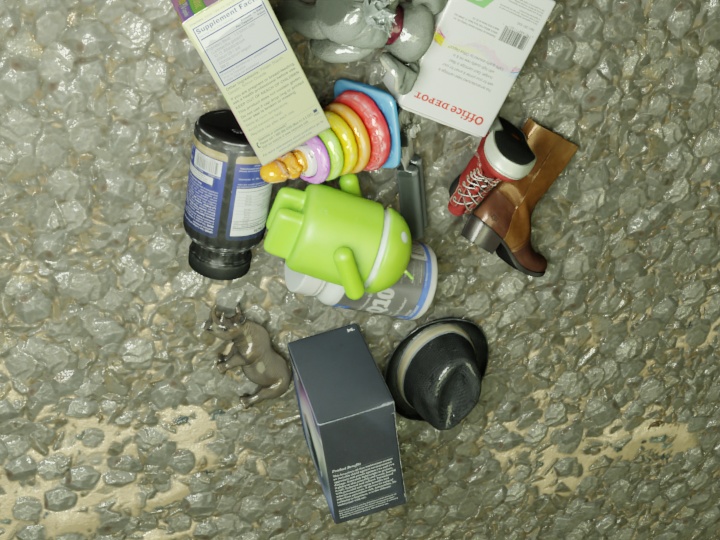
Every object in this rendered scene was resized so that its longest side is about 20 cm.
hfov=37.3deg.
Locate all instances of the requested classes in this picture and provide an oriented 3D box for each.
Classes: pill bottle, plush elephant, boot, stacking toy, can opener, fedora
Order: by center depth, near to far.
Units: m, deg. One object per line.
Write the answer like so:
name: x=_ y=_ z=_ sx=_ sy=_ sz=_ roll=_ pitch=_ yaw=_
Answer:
plush elephant: x=0.024 y=-0.310 z=1.297 sx=0.154 sy=0.200 sz=0.166 roll=18 pitch=107 yaw=-44
stacking toy: x=-0.048 y=-0.153 z=1.349 sx=0.199 sy=0.115 sz=0.111 roll=-32 pitch=131 yaw=-35
pill bottle: x=-0.172 y=-0.095 z=1.386 sx=0.110 sy=0.112 sz=0.203 roll=1 pitch=121 yaw=-20
boot: x=0.168 y=-0.121 z=1.446 sx=0.072 sy=0.200 sz=0.145 roll=33 pitch=109 yaw=-5
can opener: x=0.059 y=-0.138 z=1.489 sx=0.065 sy=0.053 sz=0.202 roll=1 pitch=126 yaw=21
pill bottle: x=0.000 y=0.000 z=1.506 sx=0.197 sy=0.114 sz=0.115 roll=11 pitch=117 yaw=-25
boot: x=0.257 y=-0.104 z=1.583 sx=0.187 sy=0.068 sz=0.202 roll=28 pitch=96 yaw=-32
fedora: x=0.132 y=0.177 z=1.677 sx=0.197 sy=0.092 sz=0.203 roll=-9 pitch=123 yaw=-14

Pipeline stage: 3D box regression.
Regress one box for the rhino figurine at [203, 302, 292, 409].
rhino figurine: x=-0.167 y=0.120 z=1.555 sx=0.086 sy=0.060 sz=0.201 roll=-27 pitch=125 yaw=2

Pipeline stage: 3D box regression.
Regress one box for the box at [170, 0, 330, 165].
box: x=-0.137 y=-0.259 z=1.256 sx=0.096 sy=0.177 sz=0.201 roll=-28 pitch=126 yaw=-1

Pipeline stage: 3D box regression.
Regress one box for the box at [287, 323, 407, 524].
box: x=-0.022 y=0.224 z=1.587 sx=0.121 sy=0.201 sz=0.201 roll=-14 pitch=124 yaw=-10

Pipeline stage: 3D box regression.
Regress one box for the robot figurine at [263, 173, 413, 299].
robot figurine: x=-0.022 y=-0.040 z=1.378 sx=0.197 sy=0.177 sz=0.117 roll=17 pitch=128 yaw=-13

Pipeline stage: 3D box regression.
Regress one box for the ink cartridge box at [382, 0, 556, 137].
ink cartridge box: x=0.138 y=-0.296 z=1.389 sx=0.143 sy=0.084 sz=0.202 roll=16 pitch=115 yaw=-27
